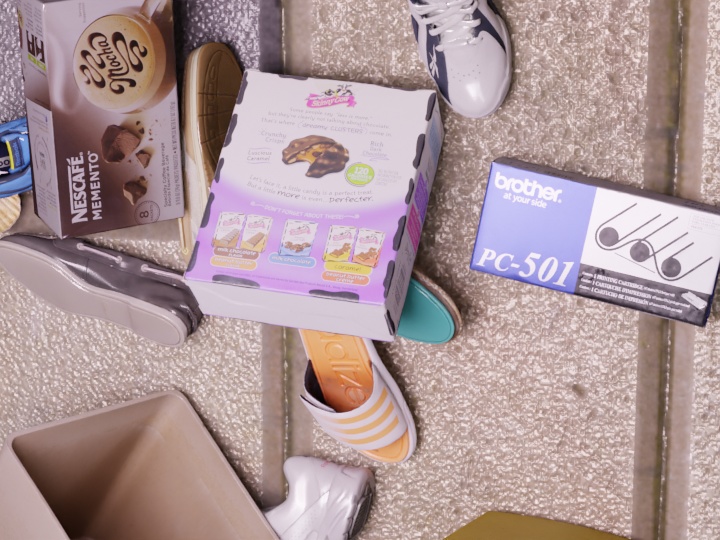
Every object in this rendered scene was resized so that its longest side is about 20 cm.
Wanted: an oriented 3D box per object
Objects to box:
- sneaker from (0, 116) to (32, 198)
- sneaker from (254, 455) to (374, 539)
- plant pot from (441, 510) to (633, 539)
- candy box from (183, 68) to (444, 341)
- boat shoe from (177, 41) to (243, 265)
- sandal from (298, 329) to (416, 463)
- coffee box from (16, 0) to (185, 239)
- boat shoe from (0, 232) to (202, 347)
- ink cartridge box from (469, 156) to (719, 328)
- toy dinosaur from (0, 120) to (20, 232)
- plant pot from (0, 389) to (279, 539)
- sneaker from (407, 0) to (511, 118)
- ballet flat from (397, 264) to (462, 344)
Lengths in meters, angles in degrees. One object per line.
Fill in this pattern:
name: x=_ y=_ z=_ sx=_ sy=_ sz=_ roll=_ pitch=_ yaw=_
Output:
sneaker: x=-0.260 y=-0.109 z=1.645 sx=0.199 sy=0.078 sz=0.066 roll=-20 pitch=95 yaw=-2
sneaker: x=-0.058 y=0.252 z=1.696 sx=0.099 sy=0.078 sz=0.201 roll=21 pitch=98 yaw=17
plant pot: x=0.135 y=0.310 z=1.593 sx=0.176 sy=0.200 sz=0.201 roll=25 pitch=107 yaw=20
candy box: x=-0.034 y=-0.056 z=1.563 sx=0.167 sy=0.072 sz=0.201 roll=8 pitch=65 yaw=14
boat shoe: x=-0.135 y=-0.093 z=1.638 sx=0.066 sy=0.074 sz=0.201 roll=1 pitch=96 yaw=38
sandal: x=-0.020 y=0.094 z=1.620 sx=0.079 sy=0.059 sz=0.207 roll=-6 pitch=124 yaw=30
coffee box: x=-0.214 y=-0.138 z=1.582 sx=0.113 sy=0.080 sz=0.201 roll=-11 pitch=114 yaw=-25
boat shoe: x=-0.228 y=0.008 z=1.701 sx=0.199 sy=0.057 sz=0.067 roll=23 pitch=142 yaw=14
ink cartridge box: x=0.197 y=-0.025 z=1.575 sx=0.199 sy=0.044 sz=0.094 roll=14 pitch=103 yaw=12
toy dinosaur: x=-0.351 y=-0.072 z=1.710 sx=0.200 sy=0.058 sz=0.101 roll=-35 pitch=92 yaw=19
plant pot: x=-0.217 y=0.250 z=1.659 sx=0.200 sy=0.199 sz=0.177 roll=55 pitch=129 yaw=19
sneaker: x=0.065 y=-0.214 z=1.526 sx=0.079 sy=0.130 sz=0.200 roll=-3 pitch=101 yaw=17
ballet flat: x=0.000 y=0.000 z=1.623 sx=0.199 sy=0.065 sz=0.071 roll=24 pitch=121 yaw=7
